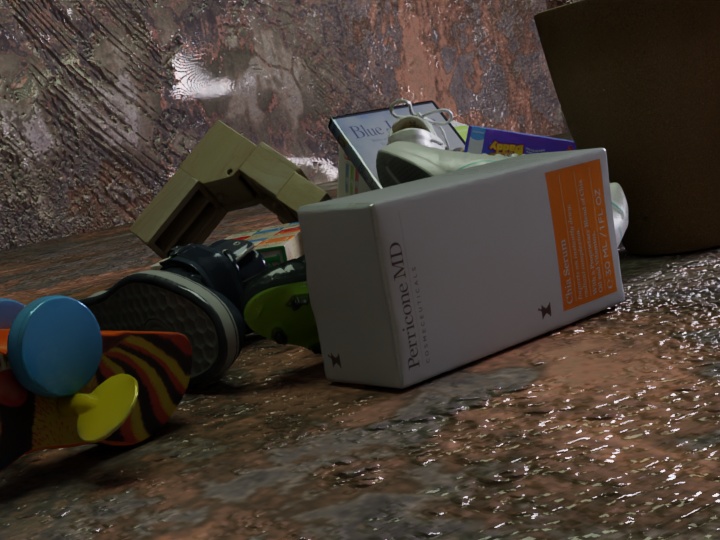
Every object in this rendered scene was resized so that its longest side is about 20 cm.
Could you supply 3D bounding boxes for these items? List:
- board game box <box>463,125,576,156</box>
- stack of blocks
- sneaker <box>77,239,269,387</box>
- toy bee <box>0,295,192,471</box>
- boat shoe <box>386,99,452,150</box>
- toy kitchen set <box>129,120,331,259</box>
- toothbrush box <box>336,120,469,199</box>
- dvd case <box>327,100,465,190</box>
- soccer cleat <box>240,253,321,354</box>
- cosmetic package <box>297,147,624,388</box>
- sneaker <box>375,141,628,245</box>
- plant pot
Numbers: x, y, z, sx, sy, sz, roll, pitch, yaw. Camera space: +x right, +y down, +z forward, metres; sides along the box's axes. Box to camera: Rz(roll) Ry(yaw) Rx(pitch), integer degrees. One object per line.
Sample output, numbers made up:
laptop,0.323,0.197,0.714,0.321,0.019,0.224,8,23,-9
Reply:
board game box,0.195,-0.101,1.104,0.133,0.045,0.200,12,3,23
stack of blocks,-0.100,0.002,0.968,0.113,0.059,0.200,-9,8,8
sneaker,-0.100,0.022,0.744,0.145,0.078,0.201,-19,10,-37
toy bee,-0.175,0.064,0.527,0.198,0.110,0.130,14,-13,-27
boat shoe,0.053,-0.121,1.046,0.073,0.087,0.202,-7,7,11
toy kitchen set,-0.130,-0.038,1.351,0.199,0.181,0.163,34,-9,32
toothbrush box,0.091,-0.110,1.308,0.198,0.087,0.145,-17,30,-38
dvd case,0.070,-0.104,1.170,0.141,0.201,0.018,-14,-35,-30
soccer cleat,0.000,0.000,0.699,0.198,0.081,0.068,-7,-38,-40
cosmetic package,0.066,-0.007,0.650,0.198,0.103,0.071,-17,11,-38
sneaker,0.102,-0.053,0.804,0.199,0.071,0.080,25,54,25
plant pot,0.244,-0.121,0.873,0.184,0.203,0.186,-10,8,1
